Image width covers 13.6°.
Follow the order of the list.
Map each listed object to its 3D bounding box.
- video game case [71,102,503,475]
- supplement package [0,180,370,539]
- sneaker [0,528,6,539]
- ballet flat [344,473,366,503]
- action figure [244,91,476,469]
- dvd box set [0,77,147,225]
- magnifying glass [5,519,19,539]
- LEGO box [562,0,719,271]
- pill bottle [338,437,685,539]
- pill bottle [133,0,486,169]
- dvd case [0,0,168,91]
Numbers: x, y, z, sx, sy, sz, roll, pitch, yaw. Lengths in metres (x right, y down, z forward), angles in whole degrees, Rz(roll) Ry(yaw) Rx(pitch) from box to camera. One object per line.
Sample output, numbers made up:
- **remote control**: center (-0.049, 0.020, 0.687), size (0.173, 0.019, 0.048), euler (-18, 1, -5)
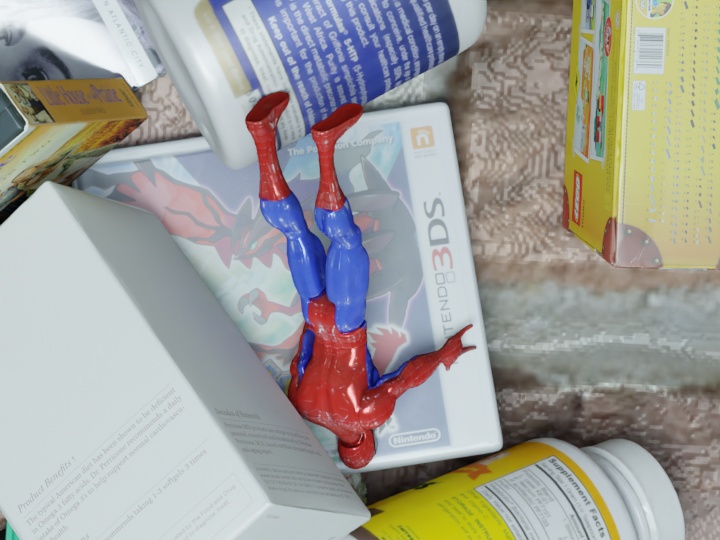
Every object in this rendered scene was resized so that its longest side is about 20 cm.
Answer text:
- **video game case**: center (-0.038, 0.017, 1.539), size (0.199, 0.023, 0.183), euler (-9, 82, -4)
- **supplement package**: center (-0.111, 0.074, 1.441), size (0.117, 0.117, 0.200), euler (-42, 69, 15)
- **sneaker**: center (-0.153, 0.205, 1.556), size (0.114, 0.076, 0.201), euler (13, 94, -5)
- **ballet flat**: center (-0.026, 0.154, 1.563), size (0.075, 0.064, 0.201), euler (-5, 98, -15)
- **action figure**: center (0.000, 0.000, 1.481), size (0.065, 0.099, 0.201), euler (12, 123, 31)
- **dvd box set**: center (-0.188, -0.038, 1.442), size (0.146, 0.200, 0.029), euler (-39, 86, 11)
- **magnifying glass**: center (-0.162, 0.115, 1.519), size (0.079, 0.022, 0.201), euler (-21, 68, -14)
- **LEGO box**: center (0.153, -0.108, 1.501), size (0.077, 0.149, 0.201), euler (1, 98, -6)
- **pill bottle**: center (0.066, 0.152, 1.522), size (0.199, 0.109, 0.110), euler (-19, 101, -32)
- **pill bottle**: center (-0.004, -0.146, 1.493), size (0.199, 0.120, 0.120), euler (-28, 100, -6)
- **dvd case**: center (-0.217, -0.119, 1.532), size (0.199, 0.016, 0.149), euler (-29, 99, -1)
